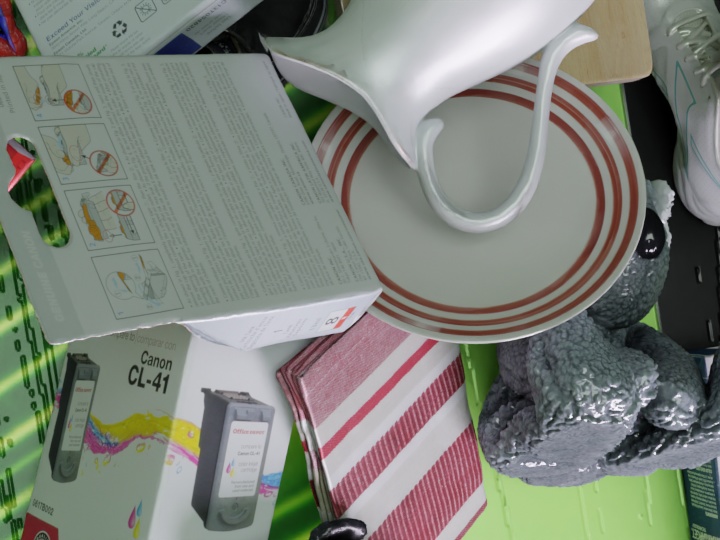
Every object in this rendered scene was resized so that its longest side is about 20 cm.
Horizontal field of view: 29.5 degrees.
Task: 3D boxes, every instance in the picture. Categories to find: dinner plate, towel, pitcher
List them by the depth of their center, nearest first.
[{"bbox_3d":[0.071,-0.139,0.760,0.171,0.121,0.200,44,89,0],"label":"pitcher"},{"bbox_3d":[0.064,-0.044,0.789,0.197,0.024,0.203,-2,60,3],"label":"dinner plate"},{"bbox_3d":[0.020,0.102,0.814,0.144,0.023,0.202,-41,129,-40],"label":"towel"}]

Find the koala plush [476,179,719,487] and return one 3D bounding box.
[{"bbox_3d":[0.145,0.021,0.861,0.175,0.184,0.203,5,67,-23],"label":"koala plush"}]

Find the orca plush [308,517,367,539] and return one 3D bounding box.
[{"bbox_3d":[0.004,0.210,0.755,0.106,0.071,0.200,-51,131,-11],"label":"orca plush"}]

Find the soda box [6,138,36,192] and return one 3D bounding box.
[{"bbox_3d":[-0.239,-0.064,0.742,0.063,0.200,0.070,43,81,-25],"label":"soda box"}]

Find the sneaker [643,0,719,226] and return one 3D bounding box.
[{"bbox_3d":[0.230,-0.131,0.908,0.070,0.080,0.203,-21,91,-10],"label":"sneaker"}]

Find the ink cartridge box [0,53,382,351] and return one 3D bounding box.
[{"bbox_3d":[-0.102,-0.033,0.696,0.198,0.050,0.164,-10,64,-38],"label":"ink cartridge box"}]

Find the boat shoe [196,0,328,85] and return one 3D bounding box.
[{"bbox_3d":[-0.097,-0.124,0.844,0.199,0.066,0.070,-36,95,-10],"label":"boat shoe"}]

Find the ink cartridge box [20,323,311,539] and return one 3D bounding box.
[{"bbox_3d":[-0.115,0.104,0.785,0.085,0.147,0.203,14,85,-38],"label":"ink cartridge box"}]

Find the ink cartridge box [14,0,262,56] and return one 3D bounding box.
[{"bbox_3d":[-0.128,-0.222,0.805,0.198,0.041,0.202,-34,71,13],"label":"ink cartridge box"}]

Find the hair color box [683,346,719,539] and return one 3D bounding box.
[{"bbox_3d":[0.273,0.150,0.916,0.098,0.060,0.203,-6,89,-12],"label":"hair color box"}]

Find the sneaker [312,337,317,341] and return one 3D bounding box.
[{"bbox_3d":[0.000,0.000,0.858,0.084,0.073,0.202,29,79,-3],"label":"sneaker"}]

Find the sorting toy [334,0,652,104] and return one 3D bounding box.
[{"bbox_3d":[0.071,-0.208,0.881,0.196,0.070,0.203,-9,89,-12],"label":"sorting toy"}]

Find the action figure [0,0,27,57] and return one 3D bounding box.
[{"bbox_3d":[-0.254,-0.176,0.801,0.065,0.099,0.201,-34,98,-11],"label":"action figure"}]
